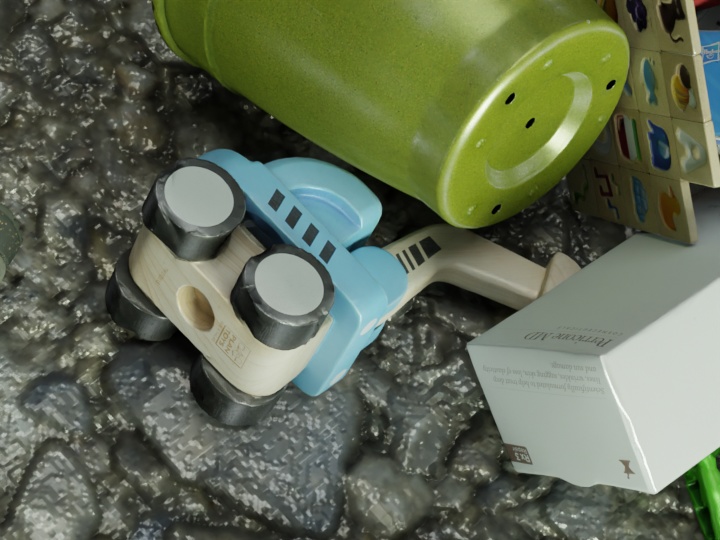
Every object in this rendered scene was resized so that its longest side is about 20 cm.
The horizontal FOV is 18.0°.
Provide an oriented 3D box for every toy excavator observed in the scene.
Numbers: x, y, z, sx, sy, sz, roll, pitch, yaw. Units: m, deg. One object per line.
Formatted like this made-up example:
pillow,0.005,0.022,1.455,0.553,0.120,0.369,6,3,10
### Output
toy excavator,0.000,0.000,1.174,0.194,0.100,0.200,45,51,12

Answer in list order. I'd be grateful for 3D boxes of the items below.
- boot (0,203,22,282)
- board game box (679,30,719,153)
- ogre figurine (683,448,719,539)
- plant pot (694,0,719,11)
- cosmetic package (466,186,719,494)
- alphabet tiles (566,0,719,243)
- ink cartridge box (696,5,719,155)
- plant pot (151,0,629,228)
boot,-0.276,-0.003,1.121,0.199,0.068,0.131,22,63,2
board game box,0.297,-0.070,1.158,0.195,0.200,0.056,5,83,37
ogre figurine,0.241,0.130,1.152,0.119,0.099,0.200,-17,32,-9
plant pot,0.198,-0.243,1.200,0.182,0.201,0.201,-14,64,-27
cosmetic package,0.167,0.029,1.155,0.200,0.113,0.081,-30,108,-32
alphabet tiles,0.129,-0.103,1.186,0.006,0.200,0.167,-16,104,-19
ink cartridge box,0.189,-0.174,1.321,0.200,0.083,0.147,33,59,6
plant pot,0.030,-0.128,1.168,0.200,0.201,0.193,-31,61,-27
